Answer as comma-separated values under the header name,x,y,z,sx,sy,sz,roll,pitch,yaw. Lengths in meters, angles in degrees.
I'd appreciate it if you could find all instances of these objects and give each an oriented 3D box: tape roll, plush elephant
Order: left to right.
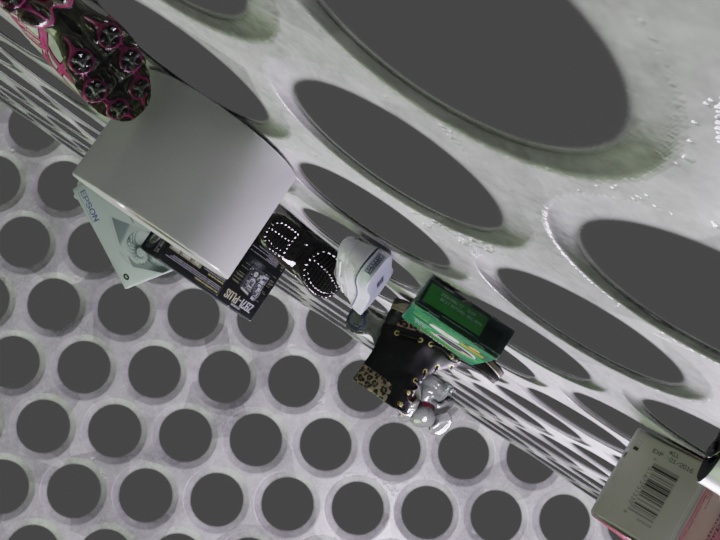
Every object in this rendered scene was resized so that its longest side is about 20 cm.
name,x,y,z,sx,sy,sz,roll,pitch,yaw
tape roll,-0.190,-0.103,0.928,0.202,0.140,0.203,33,174,4
plush elephant,0.181,0.371,2.358,0.164,0.155,0.200,35,173,-14

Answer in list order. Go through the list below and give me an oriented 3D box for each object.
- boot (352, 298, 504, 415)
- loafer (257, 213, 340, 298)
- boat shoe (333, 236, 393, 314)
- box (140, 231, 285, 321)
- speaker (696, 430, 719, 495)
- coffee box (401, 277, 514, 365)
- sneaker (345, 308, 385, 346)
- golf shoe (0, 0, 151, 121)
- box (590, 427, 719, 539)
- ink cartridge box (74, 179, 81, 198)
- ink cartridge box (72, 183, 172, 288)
name,x,y,z,sx,sy,sz,roll,pitch,yaw
boot,0.100,0.152,1.282,0.200,0.151,0.073,33,173,3
loafer,-0.092,-0.031,1.297,0.200,0.073,0.071,47,175,-42
boat shoe,0.000,0.000,1.094,0.065,0.074,0.200,37,163,8
box,-0.220,-0.043,1.364,0.200,0.164,0.086,38,171,-34
speaker,0.347,0.171,0.598,0.199,0.081,0.081,32,173,18
coffee box,0.117,0.068,1.076,0.123,0.044,0.200,34,172,5
sneaker,0.056,0.133,1.755,0.087,0.075,0.200,24,-172,-43
golf shoe,-0.267,-0.223,0.778,0.092,0.073,0.200,38,168,45
box,0.398,0.307,1.083,0.109,0.128,0.200,26,170,42
ink cartridge box,-0.390,-0.133,1.538,0.199,0.084,0.145,32,-152,10
ink cartridge box,-0.366,-0.087,1.425,0.200,0.199,0.041,64,-150,-9
